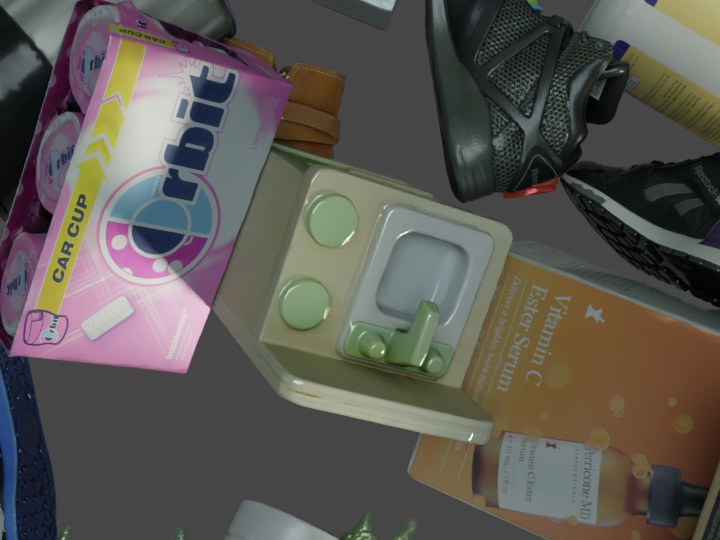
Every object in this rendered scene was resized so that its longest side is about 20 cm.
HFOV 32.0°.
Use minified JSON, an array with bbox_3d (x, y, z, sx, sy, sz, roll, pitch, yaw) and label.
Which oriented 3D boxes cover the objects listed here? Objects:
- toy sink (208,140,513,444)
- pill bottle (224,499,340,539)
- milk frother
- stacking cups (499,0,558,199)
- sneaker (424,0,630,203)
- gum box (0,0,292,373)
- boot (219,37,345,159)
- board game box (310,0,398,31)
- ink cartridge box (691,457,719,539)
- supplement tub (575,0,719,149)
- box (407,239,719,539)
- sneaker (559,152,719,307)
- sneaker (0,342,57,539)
[{"bbox_3d":[0.000,0.000,0.721,0.129,0.200,0.113,15,101,-23],"label":"toy sink"},{"bbox_3d":[-0.080,0.251,0.779,0.110,0.111,0.201,25,73,2],"label":"pill bottle"},{"bbox_3d":[-0.211,-0.172,0.743,0.188,0.200,0.180,-41,58,-12],"label":"milk frother"},{"bbox_3d":[0.093,-0.149,0.830,0.060,0.061,0.202,-7,88,0],"label":"stacking cups"},{"bbox_3d":[0.096,-0.143,0.768,0.113,0.076,0.201,-9,68,-1],"label":"sneaker"},{"bbox_3d":[-0.128,-0.047,0.719,0.113,0.066,0.201,10,110,-36],"label":"gum box"},{"bbox_3d":[-0.111,-0.079,0.815,0.198,0.077,0.157,14,94,-4],"label":"boot"},{"bbox_3d":[-0.010,-0.283,0.836,0.147,0.064,0.201,22,89,1],"label":"board game box"},{"bbox_3d":[0.257,0.153,0.672,0.075,0.199,0.166,29,109,45],"label":"ink cartridge box"},{"bbox_3d":[0.249,-0.146,0.785,0.199,0.145,0.146,31,88,2],"label":"supplement tub"},{"bbox_3d":[0.154,0.085,0.756,0.199,0.106,0.153,21,100,19],"label":"box"},{"bbox_3d":[0.211,-0.037,0.775,0.088,0.200,0.076,-48,129,-4],"label":"sneaker"},{"bbox_3d":[-0.253,0.120,0.822,0.077,0.070,0.202,-11,84,8],"label":"sneaker"}]
